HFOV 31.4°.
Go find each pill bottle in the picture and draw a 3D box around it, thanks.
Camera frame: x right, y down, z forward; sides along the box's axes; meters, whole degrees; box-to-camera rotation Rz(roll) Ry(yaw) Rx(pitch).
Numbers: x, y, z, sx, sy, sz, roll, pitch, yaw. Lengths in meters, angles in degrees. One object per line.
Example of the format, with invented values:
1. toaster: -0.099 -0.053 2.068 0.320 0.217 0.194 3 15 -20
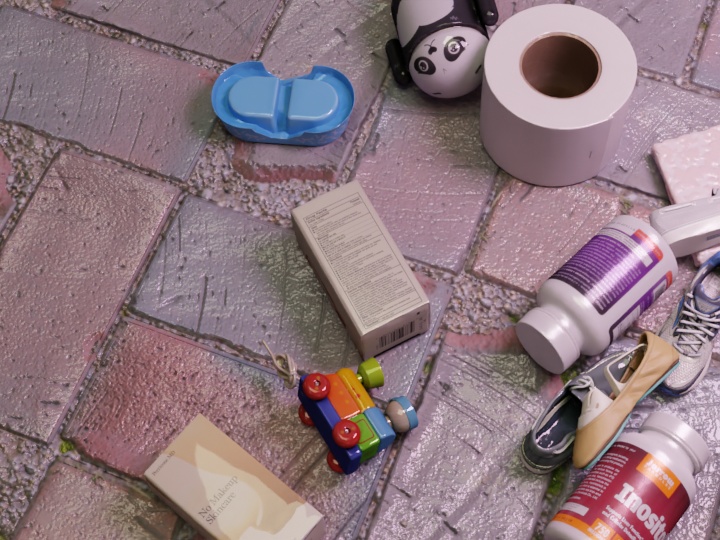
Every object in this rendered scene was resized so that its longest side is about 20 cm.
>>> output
1. pill bottle: 0.289 0.033 1.585 0.200 0.112 0.111 -40 68 -18
2. pill bottle: 0.309 0.262 1.463 0.113 0.113 0.200 36 69 19

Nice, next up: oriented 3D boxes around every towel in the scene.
1. towel: 0.505 -0.110 1.696 0.198 0.032 0.193 -15 63 -3

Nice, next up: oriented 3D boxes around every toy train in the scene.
1. toy train: -0.024 0.138 1.563 0.115 0.085 0.201 -24 63 -22

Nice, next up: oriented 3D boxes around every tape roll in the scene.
1. tape roll: 0.260 -0.233 1.711 0.200 0.140 0.205 -1 63 1

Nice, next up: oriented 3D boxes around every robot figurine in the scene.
1. robot figurine: 0.110 -0.336 1.778 0.123 0.151 0.202 -5 61 -15

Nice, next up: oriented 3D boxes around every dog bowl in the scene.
1. dog bowl: -0.105 -0.227 1.772 0.197 0.050 0.113 4 62 5

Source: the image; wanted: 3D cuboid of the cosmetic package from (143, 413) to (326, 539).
1. cosmetic package: -0.146 0.272 1.497 0.199 0.071 0.105 35 69 18

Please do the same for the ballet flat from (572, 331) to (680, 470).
1. ballet flat: 0.299 0.150 1.512 0.063 0.069 0.200 45 65 3

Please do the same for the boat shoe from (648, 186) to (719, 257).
1. boat shoe: 0.464 -0.076 1.632 0.198 0.072 0.069 -20 64 4

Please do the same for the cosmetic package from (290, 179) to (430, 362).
1. cosmetic package: 0.000 0.000 1.627 0.102 0.088 0.201 -24 65 -9

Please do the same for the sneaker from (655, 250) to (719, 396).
1. sneaker: 0.414 0.057 1.577 0.076 0.085 0.201 24 74 14

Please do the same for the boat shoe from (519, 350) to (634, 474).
1. boat shoe: 0.272 0.164 1.545 0.200 0.062 0.073 -40 67 -17
